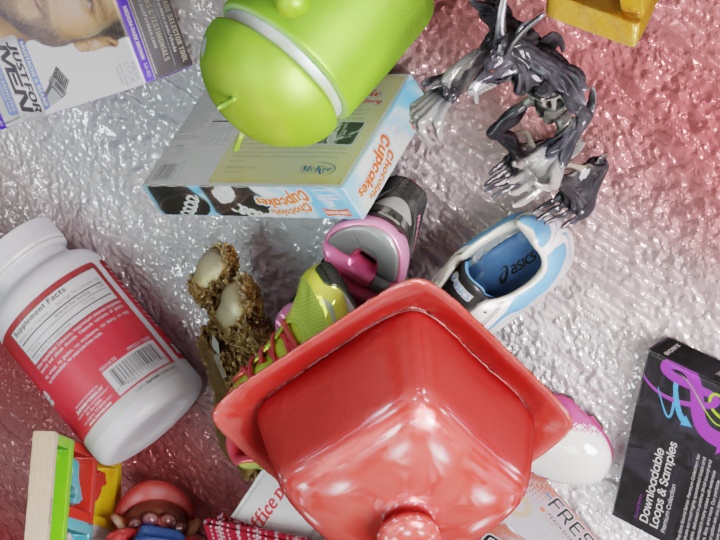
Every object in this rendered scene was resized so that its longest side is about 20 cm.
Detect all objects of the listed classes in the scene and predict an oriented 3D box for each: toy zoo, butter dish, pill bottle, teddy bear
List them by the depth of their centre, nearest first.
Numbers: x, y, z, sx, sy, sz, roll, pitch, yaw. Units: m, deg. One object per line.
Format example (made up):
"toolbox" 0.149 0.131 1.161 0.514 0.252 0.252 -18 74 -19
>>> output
"butter dish" 0.028 0.138 1.491 0.199 0.148 0.200 -34 124 20
"teddy bear" -0.087 0.070 1.722 0.145 0.067 0.201 28 136 62
"pill bottle" -0.235 0.056 1.825 0.200 0.112 0.112 49 132 11
"toy zoo" -0.238 0.215 1.833 0.020 0.200 0.132 0 78 13

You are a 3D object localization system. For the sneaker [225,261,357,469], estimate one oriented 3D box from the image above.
"sneaker" -0.051 0.079 1.569 0.078 0.090 0.201 -120 32 -42

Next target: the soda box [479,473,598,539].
"soda box" 0.146 0.230 1.619 0.200 0.068 0.064 48 132 13

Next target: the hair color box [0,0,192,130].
"hair color box" -0.238 -0.188 1.749 0.199 0.065 0.110 -13 101 41

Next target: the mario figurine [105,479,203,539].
"mario figurine" -0.169 0.257 1.829 0.106 0.200 0.123 -45 105 3

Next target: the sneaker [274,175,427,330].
"sneaker" 0.000 0.000 1.628 0.079 0.096 0.200 30 142 -4

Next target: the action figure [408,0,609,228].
"action figure" 0.102 -0.098 1.424 0.119 0.102 0.200 40 168 32

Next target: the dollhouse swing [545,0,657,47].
"dollhouse swing" 0.115 -0.276 1.355 0.175 0.182 0.201 13 120 12

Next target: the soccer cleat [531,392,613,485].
"soccer cleat" 0.089 0.110 1.600 0.200 0.086 0.070 30 126 26

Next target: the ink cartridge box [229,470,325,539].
"ink cartridge box" 0.010 0.218 1.716 0.200 0.084 0.145 45 132 14

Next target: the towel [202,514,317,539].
"towel" -0.034 0.268 1.704 0.199 0.022 0.145 6 117 42

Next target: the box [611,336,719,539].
"box" 0.276 0.148 1.499 0.199 0.036 0.144 26 123 27

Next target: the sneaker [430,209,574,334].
"sneaker" 0.066 0.029 1.545 0.200 0.072 0.072 -44 61 16

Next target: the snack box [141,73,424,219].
"snack box" -0.057 -0.092 1.606 0.199 0.116 0.037 3 140 39

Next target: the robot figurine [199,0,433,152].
"robot figurine" -0.029 -0.170 1.497 0.116 0.200 0.176 36 167 19
